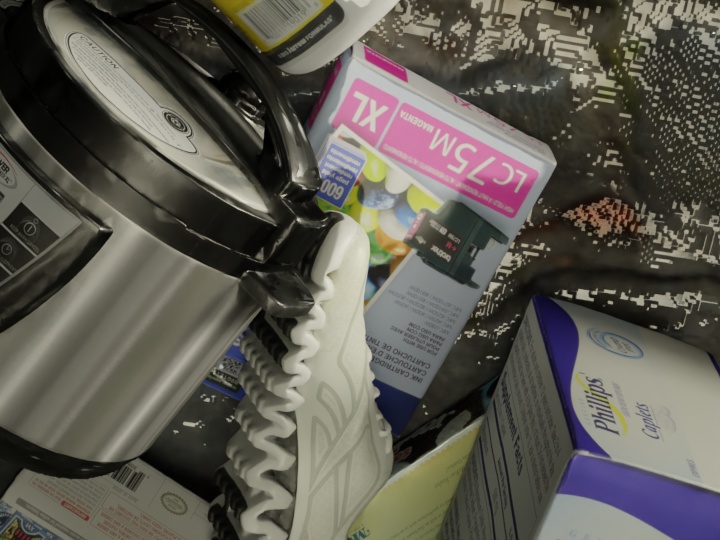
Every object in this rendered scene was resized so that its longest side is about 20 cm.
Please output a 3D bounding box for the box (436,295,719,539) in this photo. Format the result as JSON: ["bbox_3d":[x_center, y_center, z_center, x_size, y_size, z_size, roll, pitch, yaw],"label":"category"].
[{"bbox_3d":[0.102,0.144,0.816,0.104,0.184,0.202,17,109,-6],"label":"box"}]

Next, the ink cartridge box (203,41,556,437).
[{"bbox_3d":[0.000,0.000,0.877,0.118,0.042,0.201,26,109,-11],"label":"ink cartridge box"}]

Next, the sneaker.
[{"bbox_3d":[-0.020,0.066,0.849,0.080,0.075,0.202,5,112,-19],"label":"sneaker"}]

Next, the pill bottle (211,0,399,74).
[{"bbox_3d":[-0.060,-0.192,0.762,0.112,0.112,0.200,-42,107,13],"label":"pill bottle"}]

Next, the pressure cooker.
[{"bbox_3d":[-0.118,-0.031,0.789,0.175,0.179,0.200,33,108,-25],"label":"pressure cooker"}]

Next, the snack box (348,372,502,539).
[{"bbox_3d":[0.067,0.133,0.929,0.199,0.037,0.117,-34,107,10],"label":"snack box"}]

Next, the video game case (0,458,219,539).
[{"bbox_3d":[-0.111,0.188,0.852,0.199,0.182,0.036,32,134,-2],"label":"video game case"}]
